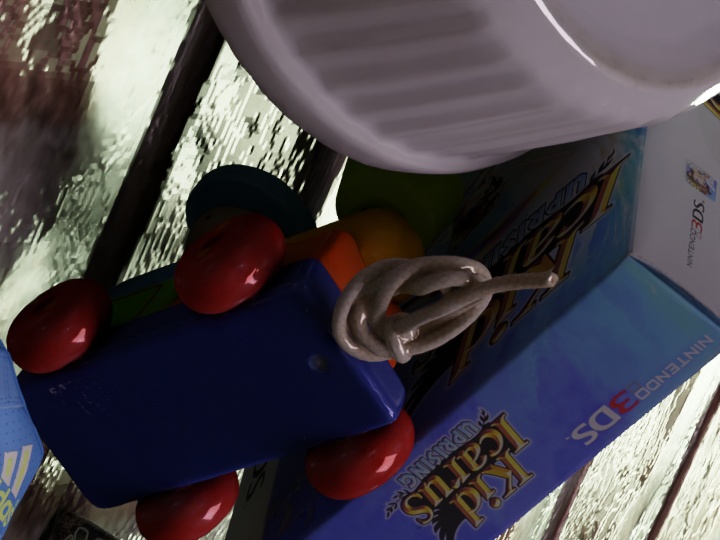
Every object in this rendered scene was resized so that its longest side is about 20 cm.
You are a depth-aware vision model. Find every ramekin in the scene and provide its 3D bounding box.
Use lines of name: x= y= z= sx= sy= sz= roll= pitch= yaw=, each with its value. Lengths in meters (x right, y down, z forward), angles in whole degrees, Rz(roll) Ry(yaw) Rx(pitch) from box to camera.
ramekin: x=0.048 y=-0.125 z=0.776 sx=0.202 sy=0.094 sz=0.203 roll=-5 pitch=97 yaw=-46

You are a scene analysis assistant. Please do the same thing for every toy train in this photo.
toy train: x=0.000 y=0.000 z=0.836 sx=0.085 sy=0.200 sz=0.116 roll=55 pitch=41 yaw=-19

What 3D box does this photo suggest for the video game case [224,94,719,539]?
video game case: x=0.040 y=0.011 z=0.904 sx=0.200 sy=0.045 sz=0.182 roll=-43 pitch=-160 yaw=32

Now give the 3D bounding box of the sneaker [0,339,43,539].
sneaker: x=-0.126 y=0.094 z=0.786 sx=0.105 sy=0.076 sz=0.201 roll=-37 pitch=147 yaw=-49

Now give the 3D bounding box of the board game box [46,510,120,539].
board game box: x=-0.088 y=0.205 z=0.980 sx=0.200 sy=0.097 sz=0.159 roll=-59 pitch=159 yaw=-8
